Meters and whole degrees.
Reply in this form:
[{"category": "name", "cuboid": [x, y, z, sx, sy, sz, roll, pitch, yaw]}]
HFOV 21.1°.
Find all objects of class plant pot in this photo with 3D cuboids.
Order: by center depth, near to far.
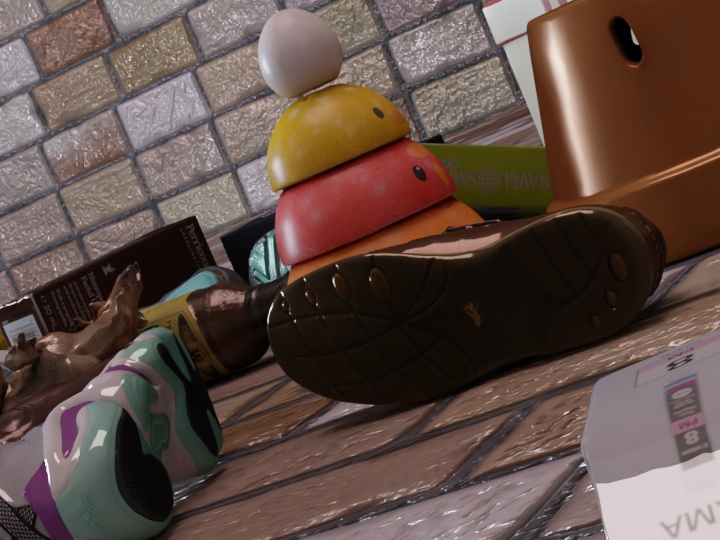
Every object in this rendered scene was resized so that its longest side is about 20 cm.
[{"category": "plant pot", "cuboid": [0.176, -0.097, 1.041, 0.199, 0.141, 0.200, -25, 5, 2]}]

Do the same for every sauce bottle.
[{"category": "sauce bottle", "cuboid": [-0.108, 0.044, 1.327, 0.199, 0.065, 0.065, -22, 5, 33]}]

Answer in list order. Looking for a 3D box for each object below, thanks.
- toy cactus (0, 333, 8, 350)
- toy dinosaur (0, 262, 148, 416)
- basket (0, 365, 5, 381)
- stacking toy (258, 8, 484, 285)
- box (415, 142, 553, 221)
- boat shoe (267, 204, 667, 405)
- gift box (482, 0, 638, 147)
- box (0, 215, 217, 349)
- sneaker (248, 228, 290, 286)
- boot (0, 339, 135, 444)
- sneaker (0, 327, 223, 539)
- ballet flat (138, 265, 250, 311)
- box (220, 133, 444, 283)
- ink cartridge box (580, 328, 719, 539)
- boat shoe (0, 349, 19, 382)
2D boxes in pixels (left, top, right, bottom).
[{"category": "toy cactus", "cuboid": [-0.403, 0.117, 1.878, 0.198, 0.103, 0.165, -15, 16, 7]}, {"category": "toy dinosaur", "cuboid": [-0.204, 0.087, 1.259, 0.199, 0.086, 0.136, -37, -1, -2]}, {"category": "basket", "cuboid": [-0.352, 0.075, 1.352, 0.148, 0.202, 0.142, -20, 7, 37]}, {"category": "stacking toy", "cuboid": [-0.008, -0.054, 1.104, 0.145, 0.202, 0.146, -24, 5, 2]}, {"category": "box", "cuboid": [0.055, -0.061, 1.329, 0.198, 0.048, 0.122, 1, -3, -18]}, {"category": "boat shoe", "cuboid": [0.051, 0.015, 0.902, 0.198, 0.073, 0.067, -14, 3, 28]}, {"category": "gift box", "cuboid": [0.227, -0.191, 1.518, 0.184, 0.188, 0.199, -18, 9, 45]}, {"category": "box", "cuboid": [-0.214, 0.036, 1.707, 0.075, 0.101, 0.199, -18, 9, 46]}, {"category": "sneaker", "cuboid": [0.000, 0.000, 1.376, 0.087, 0.075, 0.199, -5, -1, -36]}, {"category": "boot", "cuboid": [-0.201, 0.114, 1.066, 0.199, 0.065, 0.186, -28, 2, -33]}, {"category": "sneaker", "cuboid": [-0.149, 0.094, 0.926, 0.139, 0.078, 0.200, -22, 5, 12]}, {"category": "ballet flat", "cuboid": [-0.147, 0.056, 1.434, 0.199, 0.074, 0.073, -28, 2, 33]}, {"category": "box", "cuboid": [-0.011, -0.045, 1.735, 0.140, 0.079, 0.200, -24, 4, 33]}, {"category": "ink cartridge box", "cuboid": [0.130, 0.034, 0.437, 0.161, 0.058, 0.200, -23, 1, 12]}, {"category": "boat shoe", "cuboid": [-0.292, 0.099, 1.578, 0.062, 0.073, 0.199, -26, 3, -33]}]
